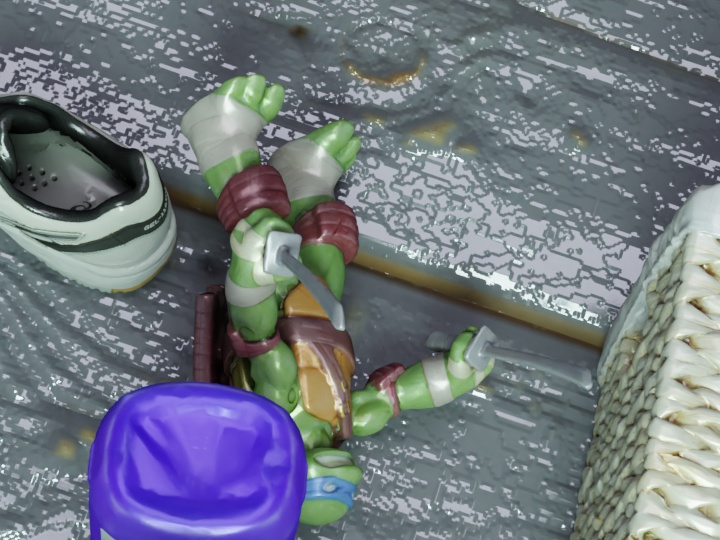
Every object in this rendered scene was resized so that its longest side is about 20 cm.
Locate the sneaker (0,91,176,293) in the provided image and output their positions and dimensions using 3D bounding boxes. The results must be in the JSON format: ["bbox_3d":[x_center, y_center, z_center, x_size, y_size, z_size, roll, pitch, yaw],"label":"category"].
[{"bbox_3d":[-0.176,-0.062,0.985,0.198,0.088,0.076,19,67,4],"label":"sneaker"}]

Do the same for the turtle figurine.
[{"bbox_3d":[0.000,0.000,0.938,0.143,0.200,0.195,-1,56,-24],"label":"turtle figurine"}]

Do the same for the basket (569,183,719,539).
[{"bbox_3d":[0.194,0.092,0.899,0.198,0.198,0.162,18,67,1],"label":"basket"}]

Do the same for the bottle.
[{"bbox_3d":[-0.068,0.108,0.859,0.083,0.200,0.066,5,66,-3],"label":"bottle"}]
